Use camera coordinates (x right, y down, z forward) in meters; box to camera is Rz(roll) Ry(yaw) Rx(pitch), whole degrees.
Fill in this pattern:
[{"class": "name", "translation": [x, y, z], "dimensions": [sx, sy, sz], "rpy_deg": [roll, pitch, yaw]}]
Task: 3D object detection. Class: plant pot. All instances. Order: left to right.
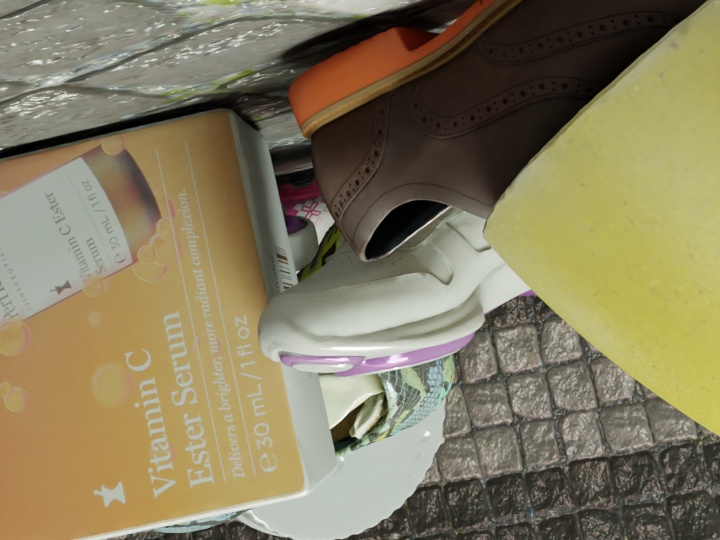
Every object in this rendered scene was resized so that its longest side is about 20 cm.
[{"class": "plant pot", "translation": [0.156, -0.013, 0.490], "dimensions": [0.200, 0.142, 0.200], "rpy_deg": [-35, 170, -7]}]

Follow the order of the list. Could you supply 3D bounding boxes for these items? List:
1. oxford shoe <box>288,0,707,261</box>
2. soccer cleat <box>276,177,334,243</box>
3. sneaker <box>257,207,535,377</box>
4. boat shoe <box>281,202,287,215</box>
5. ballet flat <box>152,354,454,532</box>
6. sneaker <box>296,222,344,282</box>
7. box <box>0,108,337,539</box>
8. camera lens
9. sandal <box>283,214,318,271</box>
[{"class": "oxford shoe", "translation": [0.063, -0.057, 0.549], "dimensions": [0.071, 0.073, 0.200], "rpy_deg": [-8, 171, -45]}, {"class": "soccer cleat", "translation": [-0.001, -0.013, 0.939], "dimensions": [0.199, 0.087, 0.070], "rpy_deg": [-13, 177, 17]}, {"class": "sneaker", "translation": [0.027, -0.023, 0.669], "dimensions": [0.075, 0.100, 0.200], "rpy_deg": [-9, -167, 44]}, {"class": "boat shoe", "translation": [-0.113, 0.003, 0.919], "dimensions": [0.072, 0.072, 0.200], "rpy_deg": [-8, 174, -41]}, {"class": "ballet flat", "translation": [-0.050, 0.072, 0.799], "dimensions": [0.200, 0.074, 0.074], "rpy_deg": [-32, 168, 27]}, {"class": "sneaker", "translation": [0.000, 0.000, 0.835], "dimensions": [0.200, 0.075, 0.076], "rpy_deg": [-54, 155, 6]}, {"class": "box", "translation": [-0.125, 0.034, 0.705], "dimensions": [0.199, 0.153, 0.106], "rpy_deg": [-13, 178, 4]}, {"class": "camera lens", "translation": [-0.057, 0.065, 1.057], "dimensions": [0.160, 0.160, 0.200], "rpy_deg": [-11, -164, -23]}, {"class": "sandal", "translation": [-0.122, -0.016, 0.809], "dimensions": [0.202, 0.050, 0.082], "rpy_deg": [-7, -168, -10]}]
